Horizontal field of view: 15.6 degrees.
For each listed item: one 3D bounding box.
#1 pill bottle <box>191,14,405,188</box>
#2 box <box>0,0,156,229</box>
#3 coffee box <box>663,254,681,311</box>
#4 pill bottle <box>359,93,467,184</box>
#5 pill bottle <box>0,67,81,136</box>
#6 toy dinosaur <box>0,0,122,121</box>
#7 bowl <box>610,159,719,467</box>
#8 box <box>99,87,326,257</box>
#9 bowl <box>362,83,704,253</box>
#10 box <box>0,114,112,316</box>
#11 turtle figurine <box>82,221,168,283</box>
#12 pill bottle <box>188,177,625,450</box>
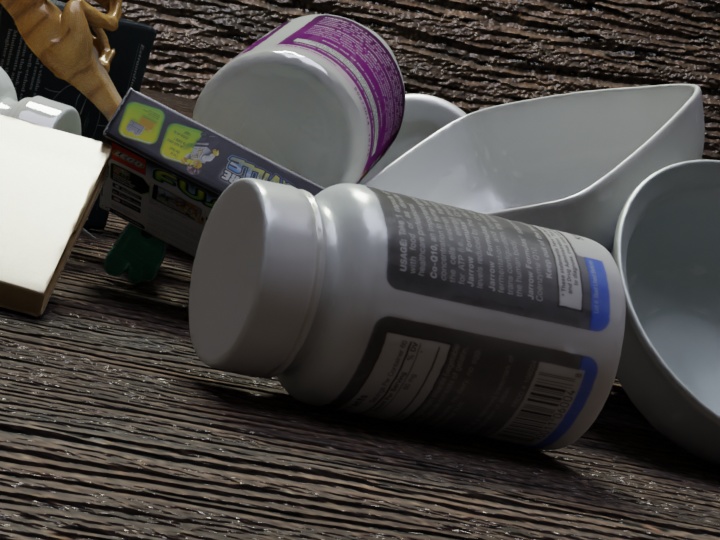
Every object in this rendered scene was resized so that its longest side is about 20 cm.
[{"bbox_3d":[-0.032,-0.103,1.690,0.112,0.113,0.200,15,18,8],"label":"pill bottle"},{"bbox_3d":[-0.245,-0.114,1.770,0.107,0.149,0.200,18,6,25],"label":"box"},{"bbox_3d":[0.194,-0.001,1.682,0.114,0.080,0.200,-7,15,32],"label":"coffee box"},{"bbox_3d":[0.036,-0.055,1.920,0.111,0.112,0.200,15,-8,2],"label":"pill bottle"},{"bbox_3d":[-0.273,-0.082,1.569,0.199,0.113,0.113,16,6,10],"label":"pill bottle"},{"bbox_3d":[-0.180,-0.135,1.657,0.200,0.060,0.106,50,33,-1],"label":"toy dinosaur"},{"bbox_3d":[0.211,0.042,1.512,0.200,0.202,0.090,17,-41,-21],"label":"bowl"},{"bbox_3d":[-0.057,-0.026,1.539,0.200,0.035,0.110,28,-22,4],"label":"box"},{"bbox_3d":[0.101,-0.039,1.603,0.199,0.075,0.200,-3,23,37],"label":"bowl"},{"bbox_3d":[-0.249,-0.049,1.435,0.199,0.021,0.164,16,33,0],"label":"box"},{"bbox_3d":[-0.143,-0.049,1.698,0.149,0.101,0.200,16,11,8],"label":"turtle figurine"},{"bbox_3d":[0.022,0.020,1.327,0.199,0.114,0.114,13,6,-23],"label":"pill bottle"}]
